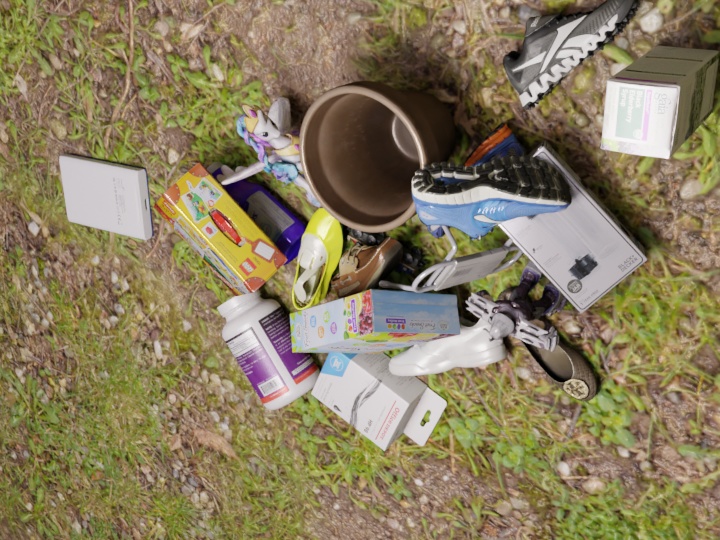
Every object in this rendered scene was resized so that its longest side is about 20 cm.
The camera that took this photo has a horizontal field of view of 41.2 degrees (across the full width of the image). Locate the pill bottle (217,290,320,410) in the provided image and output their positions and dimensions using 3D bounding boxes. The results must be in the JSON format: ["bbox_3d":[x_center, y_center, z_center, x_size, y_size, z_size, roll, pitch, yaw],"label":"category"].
[{"bbox_3d":[-0.160,0.129,1.628,0.112,0.112,0.201,-30,92,39],"label":"pill bottle"}]

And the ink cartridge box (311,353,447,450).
[{"bbox_3d":[0.029,0.207,1.564,0.200,0.067,0.116,35,125,17],"label":"ink cartridge box"}]

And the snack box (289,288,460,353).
[{"bbox_3d":[0.019,0.079,1.414,0.200,0.168,0.068,-17,73,51],"label":"snack box"}]

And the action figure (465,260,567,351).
[{"bbox_3d":[0.218,0.052,1.279,0.130,0.200,0.070,37,127,15],"label":"action figure"}]

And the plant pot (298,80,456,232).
[{"bbox_3d":[0.042,-0.172,1.314,0.199,0.174,0.201,14,118,28],"label":"plant pot"}]

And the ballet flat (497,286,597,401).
[{"bbox_3d":[0.264,0.110,1.373,0.200,0.046,0.067,53,130,3],"label":"ballet flat"}]

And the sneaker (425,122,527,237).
[{"bbox_3d":[0.160,-0.109,1.330,0.078,0.075,0.200,43,130,5],"label":"sneaker"}]

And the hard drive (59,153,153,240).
[{"bbox_3d":[-0.473,-0.138,1.776,0.199,0.025,0.133,13,117,29],"label":"hard drive"}]

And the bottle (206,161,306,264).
[{"bbox_3d":[-0.176,-0.098,1.565,0.200,0.065,0.084,42,136,11],"label":"bottle"}]

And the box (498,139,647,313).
[{"bbox_3d":[0.265,-0.059,1.251,0.200,0.060,0.117,45,111,-2],"label":"box"}]

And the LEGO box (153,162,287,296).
[{"bbox_3d":[-0.222,-0.059,1.500,0.200,0.077,0.149,48,164,-9],"label":"LEGO box"}]

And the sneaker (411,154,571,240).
[{"bbox_3d":[0.164,-0.089,1.203,0.199,0.079,0.089,0,140,2],"label":"sneaker"}]

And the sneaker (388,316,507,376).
[{"bbox_3d":[0.127,0.109,1.461,0.199,0.075,0.089,-15,89,32],"label":"sneaker"}]

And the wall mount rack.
[{"bbox_3d":[0.124,-0.012,1.339,0.075,0.199,0.174,61,140,22],"label":"wall mount rack"}]

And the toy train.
[{"bbox_3d":[0.013,-0.043,1.483,0.199,0.034,0.046,27,127,22],"label":"toy train"}]

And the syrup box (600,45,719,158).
[{"bbox_3d":[0.342,-0.195,1.083,0.081,0.200,0.079,13,118,29],"label":"syrup box"}]

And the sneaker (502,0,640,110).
[{"bbox_3d":[0.250,-0.291,1.188,0.091,0.066,0.200,51,131,1],"label":"sneaker"}]

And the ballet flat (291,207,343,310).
[{"bbox_3d":[-0.073,-0.010,1.511,0.067,0.067,0.200,34,138,18],"label":"ballet flat"}]

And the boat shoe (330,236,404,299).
[{"bbox_3d":[0.000,0.000,1.452,0.074,0.076,0.200,43,148,3],"label":"boat shoe"}]

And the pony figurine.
[{"bbox_3d":[-0.111,-0.174,1.424,0.200,0.167,0.193,34,168,-17],"label":"pony figurine"}]
